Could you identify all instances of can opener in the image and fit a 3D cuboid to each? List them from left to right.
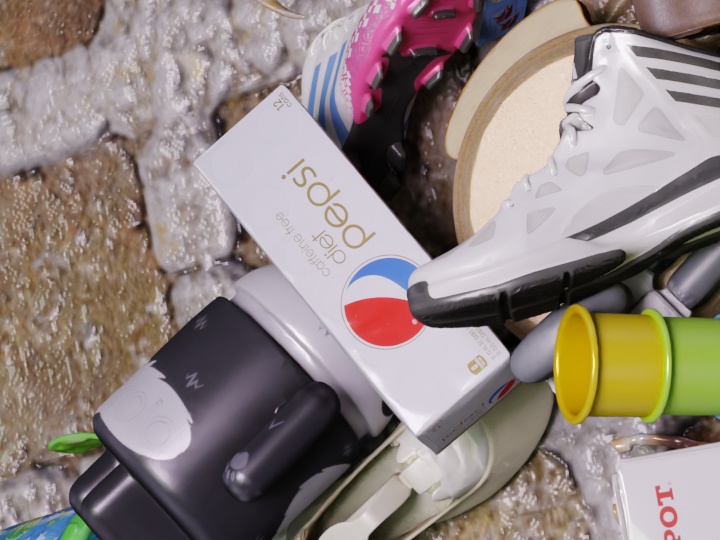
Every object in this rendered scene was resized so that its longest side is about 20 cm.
[{"bbox_3d":[0.163,-0.005,1.402,0.053,0.066,0.200,46,100,14],"label":"can opener"}]

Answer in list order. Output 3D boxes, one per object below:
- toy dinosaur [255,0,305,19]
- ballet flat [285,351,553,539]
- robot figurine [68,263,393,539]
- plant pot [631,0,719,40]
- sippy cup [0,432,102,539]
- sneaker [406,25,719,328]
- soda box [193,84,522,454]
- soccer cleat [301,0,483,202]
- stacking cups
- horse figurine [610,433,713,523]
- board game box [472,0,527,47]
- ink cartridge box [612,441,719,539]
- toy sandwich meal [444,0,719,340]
[{"bbox_3d":[-0.084,-0.195,1.588,0.058,0.101,0.200,-47,68,23],"label":"toy dinosaur"},{"bbox_3d":[0.028,0.121,1.544,0.200,0.069,0.070,-43,70,26],"label":"ballet flat"},{"bbox_3d":[-0.068,0.089,1.545,0.200,0.125,0.150,-43,54,-8],"label":"robot figurine"},{"bbox_3d":[0.193,-0.226,1.375,0.199,0.200,0.200,-13,92,31],"label":"plant pot"},{"bbox_3d":[-0.166,0.198,1.637,0.130,0.140,0.178,-9,42,41],"label":"sippy cup"},{"bbox_3d":[0.104,-0.050,1.359,0.199,0.076,0.116,-21,77,-2],"label":"sneaker"},{"bbox_3d":[0.000,0.000,1.469,0.068,0.064,0.200,-40,71,1],"label":"soda box"},{"bbox_3d":[0.003,-0.120,1.523,0.087,0.069,0.201,58,143,28],"label":"soccer cleat"},{"bbox_3d":[0.198,0.049,1.381,0.060,0.198,0.061,-178,90,-73],"label":"stacking cups"},{"bbox_3d":[0.205,0.149,1.441,0.132,0.050,0.202,-14,79,19],"label":"horse figurine"},{"bbox_3d":[0.044,-0.231,1.469,0.036,0.200,0.152,-29,70,-15],"label":"board game box"},{"bbox_3d":[0.235,0.149,1.365,0.198,0.084,0.147,-10,85,7],"label":"ink cartridge box"},{"bbox_3d":[0.137,-0.042,1.478,0.204,0.070,0.207,1,92,20],"label":"toy sandwich meal"}]
